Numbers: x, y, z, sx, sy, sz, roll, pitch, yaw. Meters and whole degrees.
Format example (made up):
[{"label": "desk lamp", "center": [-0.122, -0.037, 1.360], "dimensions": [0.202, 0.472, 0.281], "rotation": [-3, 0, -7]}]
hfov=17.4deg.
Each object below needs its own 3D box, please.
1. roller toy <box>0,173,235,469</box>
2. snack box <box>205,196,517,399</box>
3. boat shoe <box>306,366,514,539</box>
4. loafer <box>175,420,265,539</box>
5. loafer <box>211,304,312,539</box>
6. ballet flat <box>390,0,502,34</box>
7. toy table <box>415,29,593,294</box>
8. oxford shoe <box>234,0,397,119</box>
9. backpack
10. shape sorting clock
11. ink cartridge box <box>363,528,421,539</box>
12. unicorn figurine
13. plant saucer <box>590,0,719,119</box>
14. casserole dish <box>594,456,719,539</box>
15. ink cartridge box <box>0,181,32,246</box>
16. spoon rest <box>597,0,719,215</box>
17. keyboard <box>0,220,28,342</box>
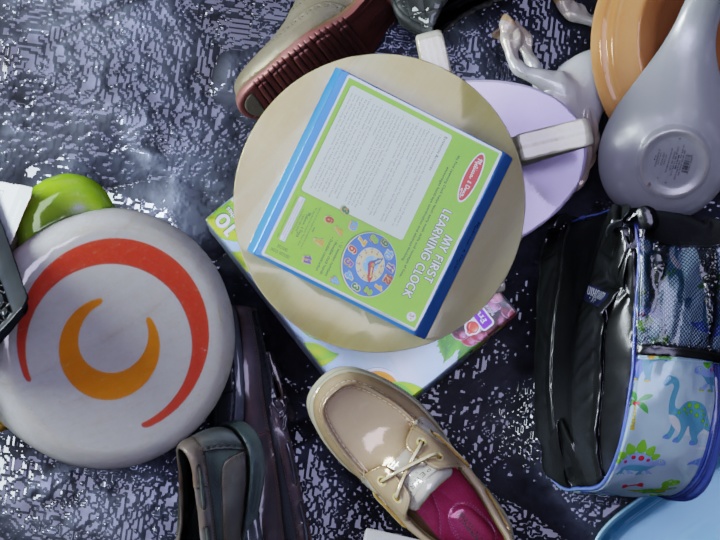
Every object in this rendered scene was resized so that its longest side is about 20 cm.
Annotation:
[{"label": "roller toy", "center": [-0.192, 0.047, 1.690], "dimensions": [0.182, 0.140, 0.201], "rotation": [24, 86, -18]}, {"label": "snack box", "center": [0.000, 0.000, 1.753], "dimensions": [0.142, 0.053, 0.200], "rotation": [-39, 85, -4]}, {"label": "boat shoe", "center": [0.044, 0.147, 1.694], "dimensions": [0.200, 0.069, 0.074], "rotation": [43, 90, -17]}, {"label": "loafer", "center": [-0.116, 0.204, 1.688], "dimensions": [0.063, 0.072, 0.201], "rotation": [-6, 110, -39]}, {"label": "loafer", "center": [-0.073, 0.123, 1.737], "dimensions": [0.063, 0.072, 0.202], "rotation": [-4, 88, -21]}, {"label": "ballet flat", "center": [0.114, -0.222, 1.764], "dimensions": [0.199, 0.067, 0.057], "rotation": [-28, 53, -17]}, {"label": "toy table", "center": [0.067, -0.071, 1.669], "dimensions": [0.199, 0.117, 0.185], "rotation": [-25, 88, 0]}, {"label": "oxford shoe", "center": [-0.023, -0.194, 1.782], "dimensions": [0.200, 0.071, 0.075], "rotation": [-39, 59, -5]}, {"label": "backpack", "center": [0.210, 0.063, 1.682], "dimensions": [0.146, 0.183, 0.202], "rotation": [7, 86, -14]}, {"label": "shape sorting clock", "center": [0.013, -0.045, 1.590], "dimensions": [0.198, 0.039, 0.202], "rotation": [0, 92, -2]}, {"label": "ink cartridge box", "center": [0.086, 0.268, 1.685], "dimensions": [0.199, 0.068, 0.117], "rotation": [13, 124, 1]}, {"label": "unicorn figurine", "center": [0.160, -0.139, 1.762], "dimensions": [0.199, 0.074, 0.138], "rotation": [-36, 83, -4]}, {"label": "plant saucer", "center": [0.267, -0.163, 1.752], "dimensions": [0.199, 0.037, 0.202], "rotation": [2, 85, -20]}, {"label": "casserole dish", "center": [0.261, 0.202, 1.737], "dimensions": [0.199, 0.039, 0.122], "rotation": [-34, 84, -4]}, {"label": "ink cartridge box", "center": [-0.298, 0.011, 1.687], "dimensions": [0.057, 0.199, 0.164], "rotation": [27, 80, -42]}, {"label": "spoon rest", "center": [0.235, -0.129, 1.689], "dimensions": [0.099, 0.061, 0.201], "rotation": [14, 112, -9]}, {"label": "keyboard", "center": [-0.290, -0.007, 1.619], "dimensions": [0.040, 0.200, 0.104], "rotation": [28, 111, -37]}]
